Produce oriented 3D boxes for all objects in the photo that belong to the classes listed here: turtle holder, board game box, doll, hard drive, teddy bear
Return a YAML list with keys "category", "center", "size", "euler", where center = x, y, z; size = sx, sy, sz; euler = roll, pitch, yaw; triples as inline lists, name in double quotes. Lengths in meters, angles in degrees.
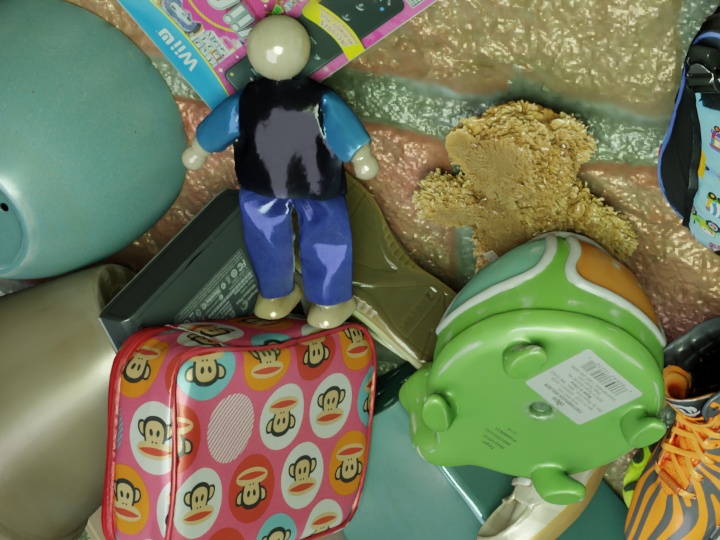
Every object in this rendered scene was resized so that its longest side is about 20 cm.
- category: "turtle holder"
  center: [0.109, 0.061, 1.071]
  size: [0.140, 0.132, 0.186]
  euler: [16, 137, -5]
- category: "board game box"
  center: [-0.048, -0.192, 1.079]
  size: [0.200, 0.064, 0.148]
  euler: [-30, 108, 39]
- category: "doll"
  center: [-0.049, -0.063, 1.090]
  size: [0.136, 0.048, 0.201]
  euler: [9, 121, 21]
- category: "hard drive"
  center: [-0.088, 0.066, 1.193]
  size: [0.033, 0.140, 0.201]
  euler: [8, 134, 39]
- category: "teddy bear"
  center: [0.110, -0.033, 1.133]
  size: [0.144, 0.067, 0.201]
  euler: [-1, 131, 37]

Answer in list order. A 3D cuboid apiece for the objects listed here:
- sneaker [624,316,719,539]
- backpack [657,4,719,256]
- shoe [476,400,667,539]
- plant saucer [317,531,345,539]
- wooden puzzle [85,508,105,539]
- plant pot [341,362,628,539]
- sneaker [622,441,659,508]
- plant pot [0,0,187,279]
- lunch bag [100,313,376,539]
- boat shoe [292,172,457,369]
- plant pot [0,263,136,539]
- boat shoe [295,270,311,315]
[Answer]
- category: "sneaker"
  center: [0.209, 0.102, 1.104]
  size: [0.078, 0.112, 0.201]
  euler: [37, 104, 39]
- category: "backpack"
  center: [0.264, -0.069, 0.972]
  size: [0.182, 0.135, 0.200]
  euler: [33, 157, 14]
- category: "shoe"
  center: [0.138, 0.118, 1.150]
  size: [0.053, 0.200, 0.070]
  euler: [48, 160, -7]
- category: "plant saucer"
  center: [-0.086, 0.211, 1.420]
  size: [0.199, 0.032, 0.201]
  euler: [12, 128, 16]
- category: "wooden puzzle"
  center: [-0.172, 0.207, 1.385]
  size: [0.201, 0.046, 0.185]
  euler: [60, 152, 16]
- category: "plant pot"
  center: [0.071, 0.167, 1.248]
  size: [0.141, 0.141, 0.200]
  euler: [-32, 99, 38]
- category: "sneaker"
  center: [0.277, 0.136, 1.175]
  size: [0.199, 0.074, 0.084]
  euler: [-17, 133, 37]
- category: "plant pot"
  center: [-0.239, -0.072, 1.212]
  size: [0.199, 0.135, 0.201]
  euler: [13, 128, 16]
- category: "lunch bag"
  center: [-0.075, 0.121, 1.128]
  size: [0.082, 0.199, 0.177]
  euler: [9, 99, 39]
- category: "boat shoe"
  center: [0.002, -0.001, 1.189]
  size: [0.200, 0.073, 0.063]
  euler: [41, 166, 2]
- category: "plant pot"
  center: [-0.216, 0.089, 1.226]
  size: [0.173, 0.200, 0.200]
  euler: [-31, 109, 18]
- category: "boat shoe"
  center: [-0.098, 0.092, 1.277]
  size: [0.074, 0.093, 0.201]
  euler: [26, 120, 10]
